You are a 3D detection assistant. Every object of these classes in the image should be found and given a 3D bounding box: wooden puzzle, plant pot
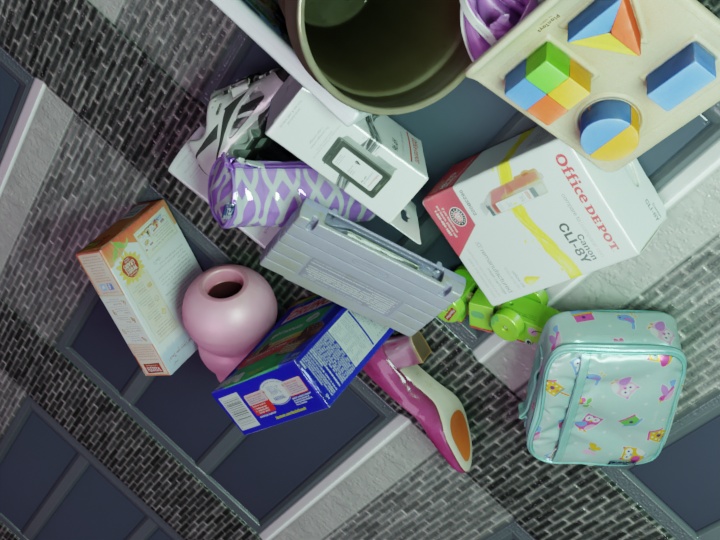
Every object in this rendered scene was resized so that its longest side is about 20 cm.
[{"bbox_3d":[0.220,-0.166,0.991,0.200,0.046,0.185,27,138,-26],"label":"wooden puzzle"},{"bbox_3d":[0.000,-0.265,1.082,0.174,0.200,0.200,42,151,54],"label":"plant pot"}]

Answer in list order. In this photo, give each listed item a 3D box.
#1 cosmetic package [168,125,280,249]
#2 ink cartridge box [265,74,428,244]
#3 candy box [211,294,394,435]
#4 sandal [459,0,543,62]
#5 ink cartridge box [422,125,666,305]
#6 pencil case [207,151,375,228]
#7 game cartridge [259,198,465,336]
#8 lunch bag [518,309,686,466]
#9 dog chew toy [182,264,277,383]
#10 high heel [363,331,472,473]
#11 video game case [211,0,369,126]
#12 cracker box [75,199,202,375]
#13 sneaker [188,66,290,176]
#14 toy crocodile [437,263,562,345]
[{"bbox_3d":[-0.126,-0.081,1.377,0.200,0.074,0.102,37,-179,4],"label":"cosmetic package"},{"bbox_3d":[0.003,-0.126,1.196,0.200,0.116,0.068,35,111,-17],"label":"ink cartridge box"},{"bbox_3d":[-0.059,0.098,1.406,0.169,0.200,0.077,-24,106,43],"label":"candy box"},{"bbox_3d":[0.119,-0.236,0.995,0.082,0.050,0.203,6,130,20],"label":"sandal"},{"bbox_3d":[0.186,-0.065,1.183,0.200,0.083,0.145,-23,106,45],"label":"ink cartridge box"},{"bbox_3d":[-0.072,-0.093,1.273,0.084,0.200,0.086,49,134,47],"label":"pencil case"},{"bbox_3d":[0.000,0.000,1.268,0.200,0.038,0.130,26,150,-14],"label":"game cartridge"},{"bbox_3d":[0.257,0.133,1.247,0.160,0.077,0.200,1,132,-3],"label":"lunch bag"},{"bbox_3d":[-0.167,0.087,1.541,0.124,0.125,0.200,19,139,23],"label":"dog chew toy"},{"bbox_3d":[0.070,0.172,1.466,0.096,0.067,0.200,-20,95,33],"label":"high heel"},{"bbox_3d":[-0.058,-0.231,1.168,0.200,0.182,0.023,43,110,0],"label":"video game case"},{"bbox_3d":[-0.278,0.024,1.555,0.058,0.134,0.200,-7,118,39],"label":"cracker box"},{"bbox_3d":[-0.123,-0.189,1.283,0.089,0.074,0.200,45,107,13],"label":"sneaker"},{"bbox_3d":[0.148,0.045,1.311,0.200,0.068,0.062,18,136,27],"label":"toy crocodile"}]
